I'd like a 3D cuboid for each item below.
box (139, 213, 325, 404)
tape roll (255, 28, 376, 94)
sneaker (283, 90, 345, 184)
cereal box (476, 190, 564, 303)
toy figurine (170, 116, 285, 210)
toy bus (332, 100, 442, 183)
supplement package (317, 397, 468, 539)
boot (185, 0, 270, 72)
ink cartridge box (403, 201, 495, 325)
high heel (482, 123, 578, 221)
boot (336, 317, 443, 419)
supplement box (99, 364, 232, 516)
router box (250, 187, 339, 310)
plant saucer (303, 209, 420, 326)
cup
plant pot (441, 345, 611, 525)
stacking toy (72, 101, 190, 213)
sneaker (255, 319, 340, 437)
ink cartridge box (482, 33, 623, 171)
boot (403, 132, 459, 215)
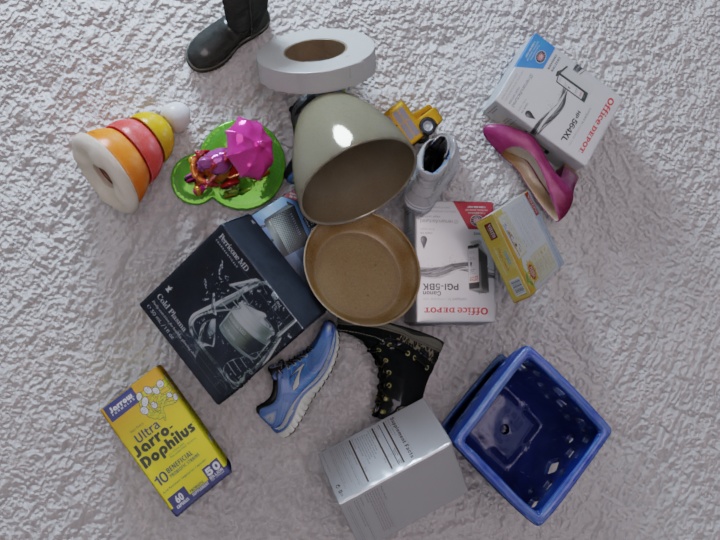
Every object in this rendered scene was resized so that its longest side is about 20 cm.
[{"bbox_3d":[-0.195,0.058,1.376,0.196,0.124,0.201,-40,89,17],"label":"box"},{"bbox_3d":[-0.071,-0.341,1.439,0.198,0.204,0.038,-11,125,-10],"label":"tape roll"},{"bbox_3d":[-0.087,-0.240,1.494,0.081,0.071,0.204,18,84,12],"label":"sneaker"},{"bbox_3d":[0.270,-0.044,1.484,0.039,0.199,0.146,-26,91,31],"label":"cereal box"},{"bbox_3d":[-0.208,-0.176,1.402,0.196,0.184,0.154,-17,89,-10],"label":"toy figurine"},{"bbox_3d":[0.043,-0.218,1.509,0.199,0.065,0.079,-38,91,-10],"label":"toy bus"},{"bbox_3d":[0.052,0.322,1.416,0.197,0.120,0.123,-26,125,-6],"label":"supplement package"},{"bbox_3d":[-0.207,-0.410,1.410,0.181,0.200,0.073,-42,93,-10],"label":"boot"},{"bbox_3d":[0.150,-0.010,1.503,0.143,0.083,0.206,0,85,-11],"label":"ink cartridge box"},{"bbox_3d":[0.285,-0.171,1.538,0.198,0.067,0.097,34,64,-12],"label":"high heel"},{"bbox_3d":[0.038,0.164,1.460,0.200,0.073,0.158,17,85,-28],"label":"boot"},{"bbox_3d":[-0.301,0.262,1.392,0.108,0.109,0.202,-36,92,-10],"label":"supplement box"},{"bbox_3d":[-0.118,-0.013,1.467,0.148,0.062,0.203,-31,92,-10],"label":"router box"},{"bbox_3d":[0.000,0.000,1.426,0.195,0.036,0.205,7,64,-15],"label":"plant saucer"},{"bbox_3d":[-0.029,-0.190,1.384,0.196,0.202,0.145,-21,63,-11],"label":"cup"},{"bbox_3d":[0.254,0.260,1.452,0.200,0.180,0.201,43,80,-5],"label":"plant pot"},{"bbox_3d":[-0.345,-0.203,1.423,0.147,0.146,0.200,48,65,-3],"label":"stacking toy"},{"bbox_3d":[-0.102,0.166,1.450,0.088,0.078,0.202,33,81,-8],"label":"sneaker"},{"bbox_3d":[0.336,-0.289,1.555,0.198,0.084,0.148,33,82,-5],"label":"ink cartridge box"},{"bbox_3d":[0.130,-0.185,1.463,0.072,0.096,0.202,23,47,1],"label":"boot"}]
